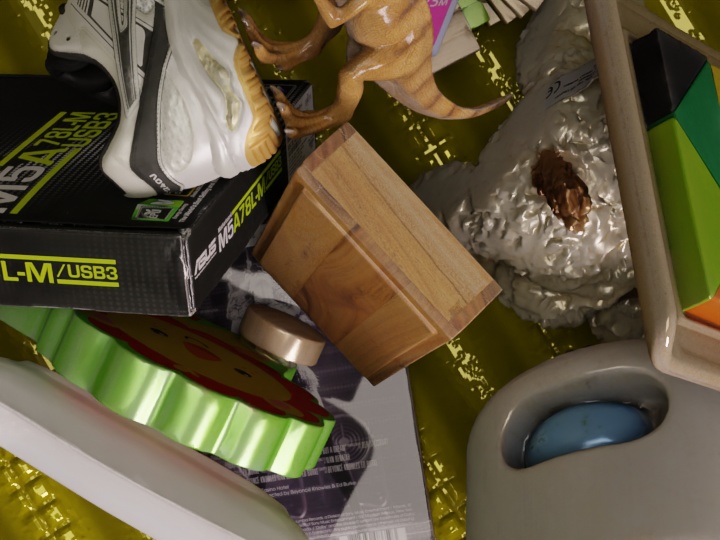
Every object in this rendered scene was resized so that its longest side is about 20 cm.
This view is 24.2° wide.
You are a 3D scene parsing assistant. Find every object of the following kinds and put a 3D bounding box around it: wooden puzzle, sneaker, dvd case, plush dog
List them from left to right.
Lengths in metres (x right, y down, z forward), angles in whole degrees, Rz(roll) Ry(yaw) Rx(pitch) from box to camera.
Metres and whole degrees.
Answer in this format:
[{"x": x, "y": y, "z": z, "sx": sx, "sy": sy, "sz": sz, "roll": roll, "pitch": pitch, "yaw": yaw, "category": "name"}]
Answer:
[{"x": -0.107, "y": -0.125, "z": 0.747, "sx": 0.087, "sy": 0.076, "sz": 0.202, "roll": -23, "pitch": 66, "yaw": 2, "category": "sneaker"}, {"x": -0.045, "y": 0.065, "z": 0.924, "sx": 0.147, "sy": 0.016, "sz": 0.202, "roll": -9, "pitch": 93, "yaw": 5, "category": "dvd case"}, {"x": 0.135, "y": -0.022, "z": 0.857, "sx": 0.171, "sy": 0.161, "sz": 0.201, "roll": 33, "pitch": 97, "yaw": -25, "category": "plush dog"}, {"x": 0.174, "y": -0.028, "z": 0.765, "sx": 0.037, "sy": 0.199, "sz": 0.187, "roll": -24, "pitch": 60, "yaw": 33, "category": "wooden puzzle"}]

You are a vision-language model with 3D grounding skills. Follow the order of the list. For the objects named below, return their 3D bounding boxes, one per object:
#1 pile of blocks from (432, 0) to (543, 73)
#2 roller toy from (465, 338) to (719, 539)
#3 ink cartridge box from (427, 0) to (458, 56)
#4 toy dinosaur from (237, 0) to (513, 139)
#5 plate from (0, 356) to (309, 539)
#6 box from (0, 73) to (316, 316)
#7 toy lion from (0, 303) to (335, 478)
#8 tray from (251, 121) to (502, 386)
[{"x": 0.073, "y": -0.180, "z": 0.880, "sx": 0.082, "sy": 0.062, "sz": 0.201, "roll": 38, "pitch": 90, "yaw": -3, "category": "pile of blocks"}, {"x": 0.144, "y": 0.125, "z": 0.824, "sx": 0.198, "sy": 0.183, "sz": 0.141, "roll": 10, "pitch": 54, "yaw": -11, "category": "roller toy"}, {"x": 0.028, "y": -0.209, "z": 0.758, "sx": 0.042, "sy": 0.201, "sz": 0.120, "roll": -8, "pitch": 53, "yaw": -23, "category": "ink cartridge box"}, {"x": 0.010, "y": -0.097, "z": 0.739, "sx": 0.105, "sy": 0.201, "sz": 0.061, "roll": -24, "pitch": 55, "yaw": 2, "category": "toy dinosaur"}, {"x": -0.107, "y": 0.103, "z": 0.833, "sx": 0.199, "sy": 0.200, "sz": 0.033, "roll": 30, "pitch": 74, "yaw": 2, "category": "plate"}, {"x": -0.138, "y": -0.044, "z": 0.819, "sx": 0.191, "sy": 0.200, "sz": 0.048, "roll": 5, "pitch": 117, "yaw": 15, "category": "box"}, {"x": -0.103, "y": 0.038, "z": 0.821, "sx": 0.198, "sy": 0.192, "sz": 0.069, "roll": 26, "pitch": 96, "yaw": 6, "category": "toy lion"}, {"x": 0.000, "y": 0.000, "z": 0.808, "sx": 0.037, "sy": 0.200, "sz": 0.099, "roll": -42, "pitch": 89, "yaw": -12, "category": "tray"}]
